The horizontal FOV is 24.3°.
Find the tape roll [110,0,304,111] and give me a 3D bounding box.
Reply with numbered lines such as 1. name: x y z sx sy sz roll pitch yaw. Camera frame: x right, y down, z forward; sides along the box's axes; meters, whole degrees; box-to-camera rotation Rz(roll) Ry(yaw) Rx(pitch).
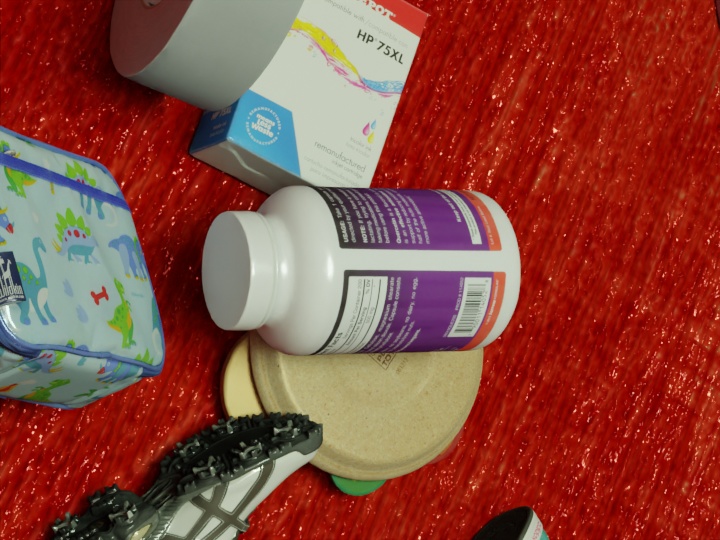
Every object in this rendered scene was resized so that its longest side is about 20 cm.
1. tape roll: -0.093 -0.209 1.096 0.066 0.200 0.201 19 76 -25

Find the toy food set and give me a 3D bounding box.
1. toy food set: 0.005 0.059 1.209 0.198 0.049 0.200 26 72 -25

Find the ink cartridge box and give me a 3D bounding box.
1. ink cartridge box: -0.030 -0.153 1.201 0.116 0.067 0.200 26 72 -25

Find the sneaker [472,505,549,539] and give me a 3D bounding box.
1. sneaker: 0.108 0.276 1.205 0.121 0.084 0.200 54 40 -12

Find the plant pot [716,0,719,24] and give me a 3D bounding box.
1. plant pot: 0.431 -0.243 1.405 0.200 0.179 0.200 4 82 -28

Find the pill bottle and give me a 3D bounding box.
1. pill bottle: 0.000 0.000 1.120 0.200 0.112 0.113 1 84 -29

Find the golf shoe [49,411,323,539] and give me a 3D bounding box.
1. golf shoe: -0.106 0.167 1.121 0.200 0.078 0.095 -28 111 -13

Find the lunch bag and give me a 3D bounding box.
1. lunch bag: -0.204 -0.005 1.017 0.200 0.082 0.161 24 45 -64
